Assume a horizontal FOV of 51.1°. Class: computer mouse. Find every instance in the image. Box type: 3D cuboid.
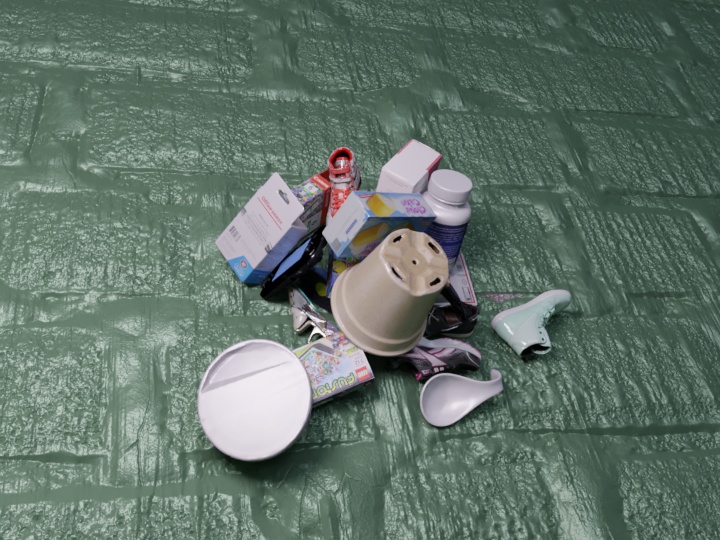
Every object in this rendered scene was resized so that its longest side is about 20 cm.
[{"bbox_3d":[0.148,0.044,1.531,0.044,0.200,0.110,-46,109,-6],"label":"computer mouse"}]

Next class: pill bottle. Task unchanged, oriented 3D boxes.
[{"bbox_3d":[0.171,-0.106,1.609,0.118,0.202,0.120,8,36,-6],"label":"pill bottle"}]

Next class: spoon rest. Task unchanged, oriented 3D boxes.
[{"bbox_3d":[0.200,0.236,1.455,0.198,0.060,0.101,-13,95,-28],"label":"spoon rest"}]

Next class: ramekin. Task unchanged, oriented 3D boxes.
[{"bbox_3d":[-0.173,0.228,1.296,0.199,0.094,0.205,-2,70,6],"label":"ramekin"}]

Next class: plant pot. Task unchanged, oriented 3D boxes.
[{"bbox_3d":[0.067,0.027,1.379,0.198,0.184,0.202,11,55,-17],"label":"plant pot"}]

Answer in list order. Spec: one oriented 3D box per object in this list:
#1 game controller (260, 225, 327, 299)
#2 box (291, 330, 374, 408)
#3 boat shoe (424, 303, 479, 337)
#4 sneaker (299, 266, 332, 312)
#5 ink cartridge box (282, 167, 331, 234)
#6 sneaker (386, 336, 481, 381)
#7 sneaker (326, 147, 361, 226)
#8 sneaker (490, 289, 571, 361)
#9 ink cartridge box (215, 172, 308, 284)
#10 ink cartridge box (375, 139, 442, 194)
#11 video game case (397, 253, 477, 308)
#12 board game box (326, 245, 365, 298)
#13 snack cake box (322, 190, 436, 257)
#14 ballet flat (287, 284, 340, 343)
[{"bbox_3d":[-0.130,-0.015,1.482,0.042,0.199,0.105,33,47,-22],"label":"game controller"},{"bbox_3d":[-0.085,0.192,1.386,0.198,0.035,0.111,-22,69,-12],"label":"box"},{"bbox_3d":[0.150,0.098,1.557,0.197,0.068,0.072,0,54,-15],"label":"boat shoe"},{"bbox_3d":[-0.035,0.048,1.546,0.199,0.066,0.078,33,37,10],"label":"sneaker"},{"bbox_3d":[-0.105,-0.143,1.638,0.050,0.110,0.199,36,51,22],"label":"ink cartridge box"},{"bbox_3d":[0.138,0.181,1.494,0.197,0.080,0.087,12,67,-3],"label":"sneaker"},{"bbox_3d":[-0.043,-0.159,1.560,0.066,0.108,0.203,0,55,14],"label":"sneaker"},{"bbox_3d":[0.390,0.121,1.604,0.198,0.074,0.119,-21,54,-19],"label":"sneaker"},{"bbox_3d":[-0.186,-0.083,1.511,0.116,0.200,0.066,52,18,24],"label":"ink cartridge box"},{"bbox_3d":[0.090,-0.161,1.646,0.082,0.201,0.147,29,45,13],"label":"ink cartridge box"},{"bbox_3d":[0.148,0.021,1.648,0.197,0.018,0.144,2,52,-16],"label":"video game case"},{"bbox_3d":[0.000,0.000,1.543,0.134,0.035,0.201,18,35,-12],"label":"board game box"},{"bbox_3d":[0.038,-0.088,1.445,0.199,0.115,0.068,-5,53,-46],"label":"snack cake box"},{"bbox_3d":[-0.090,0.110,1.476,0.200,0.072,0.072,42,53,18],"label":"ballet flat"}]
